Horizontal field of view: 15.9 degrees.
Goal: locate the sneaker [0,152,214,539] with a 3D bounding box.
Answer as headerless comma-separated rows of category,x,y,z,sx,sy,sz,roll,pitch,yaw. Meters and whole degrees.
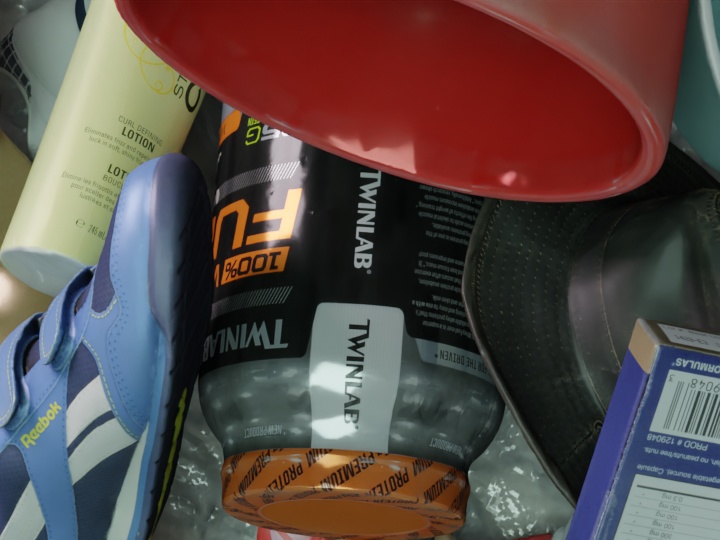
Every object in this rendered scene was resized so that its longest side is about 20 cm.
sneaker,-0.105,0.043,0.969,0.082,0.074,0.200,18,119,3

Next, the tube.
tube,-0.088,-0.084,1.036,0.052,0.058,0.201,12,67,17

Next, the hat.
hat,0.137,0.022,0.989,0.081,0.200,0.201,-27,90,49

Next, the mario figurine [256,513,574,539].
mario figurine,0.046,0.150,1.062,0.200,0.124,0.106,31,131,2

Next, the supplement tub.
supplement tub,0.000,0.000,1.020,0.122,0.123,0.201,-1,72,13

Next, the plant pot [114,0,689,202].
plant pot,0.034,-0.144,0.896,0.200,0.200,0.178,16,75,11

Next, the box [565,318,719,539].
box,0.131,0.123,0.953,0.121,0.032,0.201,11,108,-16

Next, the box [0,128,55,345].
box,-0.202,0.006,1.078,0.163,0.021,0.200,-41,55,-6

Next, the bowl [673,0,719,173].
bowl,0.187,-0.099,0.980,0.200,0.105,0.202,1,88,-25

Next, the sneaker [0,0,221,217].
sneaker,-0.089,-0.026,1.102,0.080,0.076,0.200,-27,83,22
